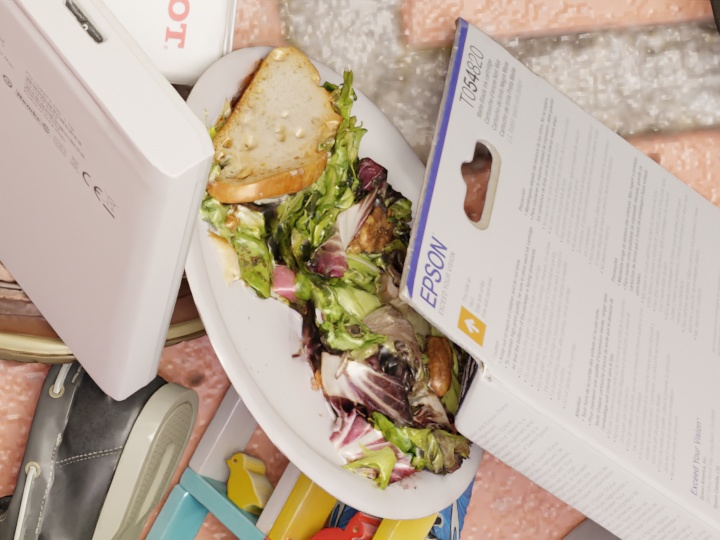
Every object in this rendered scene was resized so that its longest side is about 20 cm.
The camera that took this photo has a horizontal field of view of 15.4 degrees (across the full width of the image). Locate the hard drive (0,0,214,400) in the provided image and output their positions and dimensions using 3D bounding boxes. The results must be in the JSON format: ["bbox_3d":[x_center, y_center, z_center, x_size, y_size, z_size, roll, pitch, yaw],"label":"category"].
[{"bbox_3d":[-0.113,-0.043,0.993,0.026,0.200,0.132,-34,76,-22],"label":"hard drive"}]

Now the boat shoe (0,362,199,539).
[{"bbox_3d":[-0.139,0.126,1.151,0.067,0.072,0.201,27,101,10],"label":"boat shoe"}]

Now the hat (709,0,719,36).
[{"bbox_3d":[0.194,-0.137,1.135,0.080,0.200,0.202,8,105,32],"label":"hat"}]

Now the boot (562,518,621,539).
[{"bbox_3d":[0.114,0.178,1.213,0.199,0.074,0.096,-35,119,1],"label":"boot"}]

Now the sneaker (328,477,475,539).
[{"bbox_3d":[0.021,0.110,1.160,0.078,0.089,0.202,8,101,-14],"label":"sneaker"}]

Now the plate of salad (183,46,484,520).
[{"bbox_3d":[0.000,0.000,1.060,0.048,0.200,0.201,-24,110,31],"label":"plate of salad"}]

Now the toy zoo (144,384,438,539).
[{"bbox_3d":[-0.038,0.121,1.132,0.020,0.131,0.201,23,99,-43],"label":"toy zoo"}]

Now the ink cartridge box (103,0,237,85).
[{"bbox_3d":[-0.147,-0.160,1.067,0.198,0.084,0.147,6,102,-14],"label":"ink cartridge box"}]

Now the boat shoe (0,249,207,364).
[{"bbox_3d":[-0.140,-0.001,1.111,0.198,0.072,0.068,-3,105,-8],"label":"boat shoe"}]

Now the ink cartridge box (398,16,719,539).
[{"bbox_3d":[0.095,0.014,1.104,0.200,0.200,0.041,36,126,-17],"label":"ink cartridge box"}]
